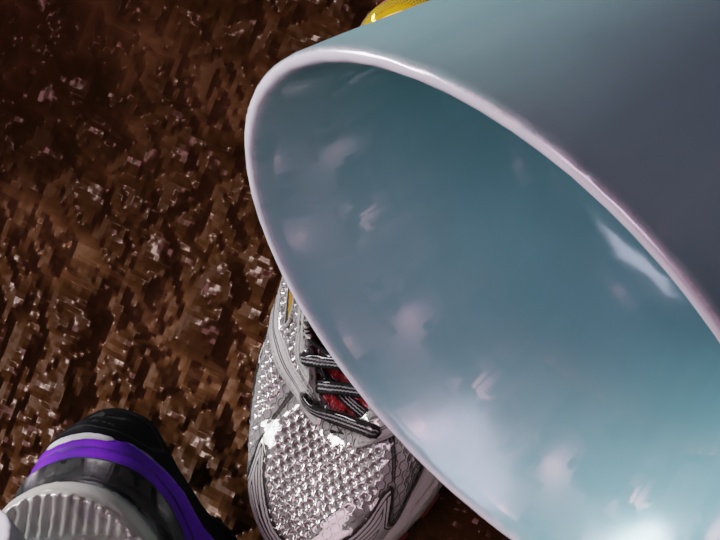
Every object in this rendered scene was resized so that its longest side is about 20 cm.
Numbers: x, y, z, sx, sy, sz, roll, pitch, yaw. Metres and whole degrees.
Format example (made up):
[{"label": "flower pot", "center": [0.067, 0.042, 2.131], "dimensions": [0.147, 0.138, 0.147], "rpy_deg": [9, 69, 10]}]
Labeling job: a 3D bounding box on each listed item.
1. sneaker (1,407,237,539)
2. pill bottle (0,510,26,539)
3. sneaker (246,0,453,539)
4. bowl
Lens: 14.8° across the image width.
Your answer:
[{"label": "sneaker", "center": [-0.059, 0.133, 0.921], "dimensions": [0.069, 0.100, 0.201], "rpy_deg": [-9, 117, 12]}, {"label": "pill bottle", "center": [-0.085, 0.172, 0.823], "dimensions": [0.111, 0.112, 0.201], "rpy_deg": [-23, 112, 19]}, {"label": "sneaker", "center": [0.000, 0.000, 0.893], "dimensions": [0.077, 0.082, 0.201], "rpy_deg": [15, 96, 21]}, {"label": "bowl", "center": [0.074, -0.010, 0.779], "dimensions": [0.201, 0.201, 0.105], "rpy_deg": [39, 65, 17]}]
